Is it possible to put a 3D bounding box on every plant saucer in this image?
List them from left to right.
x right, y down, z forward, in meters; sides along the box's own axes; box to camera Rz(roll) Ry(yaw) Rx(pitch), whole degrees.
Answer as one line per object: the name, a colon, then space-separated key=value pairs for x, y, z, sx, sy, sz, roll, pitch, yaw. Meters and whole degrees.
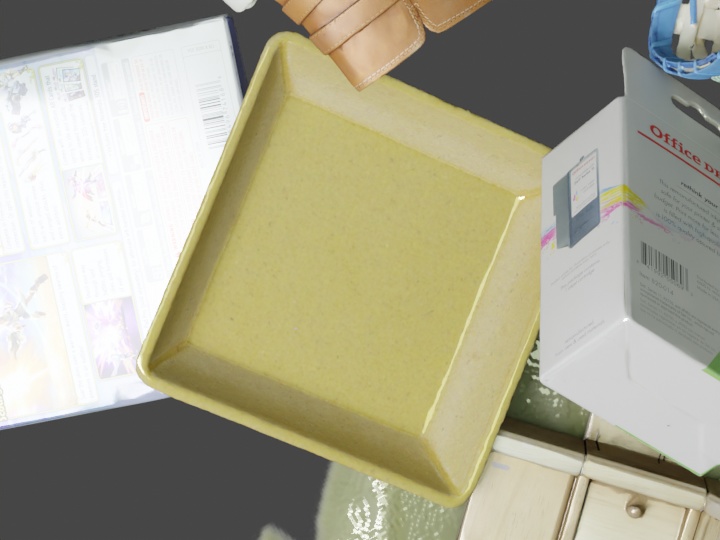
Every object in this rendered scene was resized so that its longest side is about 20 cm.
plant saucer: x=0.000 y=0.000 z=1.314 sx=0.199 sy=0.048 sz=0.201 roll=23 pitch=88 yaw=-16

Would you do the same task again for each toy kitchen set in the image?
toy kitchen set: x=0.163 y=0.114 z=1.281 sx=0.199 sy=0.180 sz=0.164 roll=16 pitch=98 yaw=2

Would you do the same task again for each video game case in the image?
video game case: x=-0.139 y=-0.026 z=1.351 sx=0.181 sy=0.045 sz=0.201 roll=-11 pitch=97 yaw=4

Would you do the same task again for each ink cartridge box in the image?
ink cartridge box: x=0.156 y=-0.008 z=1.270 sx=0.117 sy=0.200 sz=0.067 roll=31 pitch=131 yaw=-25

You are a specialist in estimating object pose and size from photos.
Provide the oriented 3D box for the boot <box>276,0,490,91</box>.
boot: x=-0.041 y=-0.159 z=1.254 sx=0.200 sy=0.077 sz=0.156 roll=-31 pitch=101 yaw=-8

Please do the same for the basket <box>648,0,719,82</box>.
basket: x=0.182 y=-0.167 z=1.244 sx=0.199 sy=0.176 sz=0.140 roll=19 pitch=90 yaw=-7

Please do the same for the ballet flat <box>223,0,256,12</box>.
ballet flat: x=-0.039 y=-0.170 z=1.316 sx=0.199 sy=0.068 sz=0.069 roll=10 pitch=109 yaw=3
